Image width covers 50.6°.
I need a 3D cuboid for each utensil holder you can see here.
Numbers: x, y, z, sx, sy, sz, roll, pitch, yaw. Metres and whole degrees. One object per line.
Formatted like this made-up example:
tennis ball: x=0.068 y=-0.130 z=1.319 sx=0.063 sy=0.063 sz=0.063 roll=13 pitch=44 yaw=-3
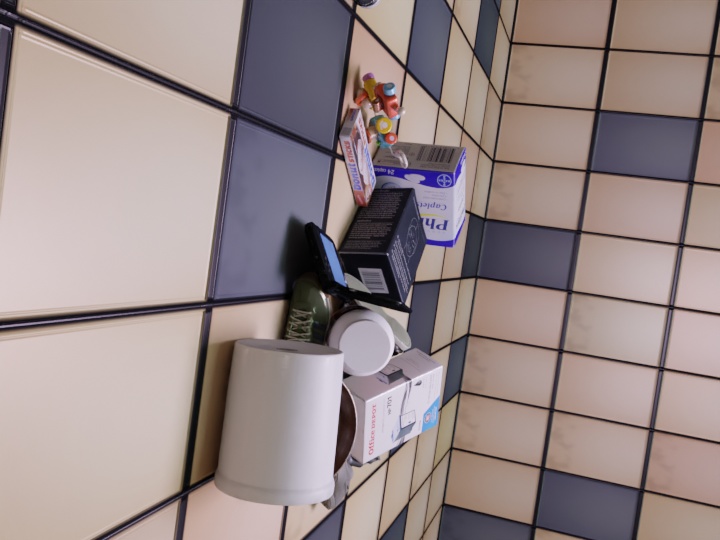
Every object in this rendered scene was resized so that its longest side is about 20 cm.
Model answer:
utensil holder: x=-0.111 y=0.206 z=1.075 sx=0.170 sy=0.169 sz=0.201 roll=8 pitch=88 yaw=-73

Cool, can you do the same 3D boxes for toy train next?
toy train: x=0.035 y=-0.278 z=1.413 sx=0.200 sy=0.055 sz=0.151 roll=77 pitch=-14 yaw=-53

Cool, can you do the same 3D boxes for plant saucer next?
plant saucer: x=-0.097 y=0.250 z=1.205 sx=0.199 sy=0.034 sz=0.202 roll=-2 pitch=94 yaw=-31

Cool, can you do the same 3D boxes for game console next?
game console: x=0.000 y=0.000 z=1.281 sx=0.200 sy=0.116 sz=0.177 roll=42 pitch=29 yaw=-79

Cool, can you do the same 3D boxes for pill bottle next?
pill bottle: x=-0.001 y=0.120 z=1.304 sx=0.200 sy=0.111 sz=0.113 roll=-173 pitch=-88 yaw=-84

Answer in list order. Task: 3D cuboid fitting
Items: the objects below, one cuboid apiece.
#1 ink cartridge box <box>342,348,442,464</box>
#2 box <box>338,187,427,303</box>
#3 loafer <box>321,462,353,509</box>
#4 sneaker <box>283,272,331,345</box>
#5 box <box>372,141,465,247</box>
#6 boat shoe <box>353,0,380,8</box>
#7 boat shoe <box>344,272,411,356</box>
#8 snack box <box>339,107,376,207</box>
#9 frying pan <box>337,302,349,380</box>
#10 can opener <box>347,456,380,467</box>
ink cartridge box: x=0.055 y=0.256 z=1.458 sx=0.199 sy=0.086 sz=0.147 roll=-20 pitch=124 yaw=-37
box: x=0.051 y=-0.050 z=1.543 sx=0.201 sy=0.106 sz=0.149 roll=-66 pitch=148 yaw=-41
loafer: x=-0.049 y=0.398 z=1.503 sx=0.070 sy=0.070 sz=0.201 roll=-33 pitch=150 yaw=-31
sneaker: x=-0.093 y=0.112 z=1.247 sx=0.090 sy=0.067 sz=0.201 roll=-58 pitch=155 yaw=-64
box: x=0.127 y=-0.163 z=1.636 sx=0.105 sy=0.183 sz=0.201 roll=-66 pitch=157 yaw=-44
boat shoe: x=0.025 y=-0.551 z=1.290 sx=0.060 sy=0.075 sz=0.201 roll=-27 pitch=123 yaw=-77
boat shoe: x=0.014 y=0.092 z=1.485 sx=0.201 sy=0.060 sz=0.072 roll=48 pitch=25 yaw=-15
snack box: x=-0.004 y=-0.212 z=1.456 sx=0.200 sy=0.024 sz=0.072 roll=74 pitch=28 yaw=-54
frying pan: x=-0.019 y=0.145 z=1.505 sx=0.115 sy=0.031 sz=0.191 roll=43 pitch=42 yaw=-58
can opener: x=0.000 y=0.423 z=1.779 sx=0.200 sy=0.053 sz=0.067 roll=52 pitch=17 yaw=-67
